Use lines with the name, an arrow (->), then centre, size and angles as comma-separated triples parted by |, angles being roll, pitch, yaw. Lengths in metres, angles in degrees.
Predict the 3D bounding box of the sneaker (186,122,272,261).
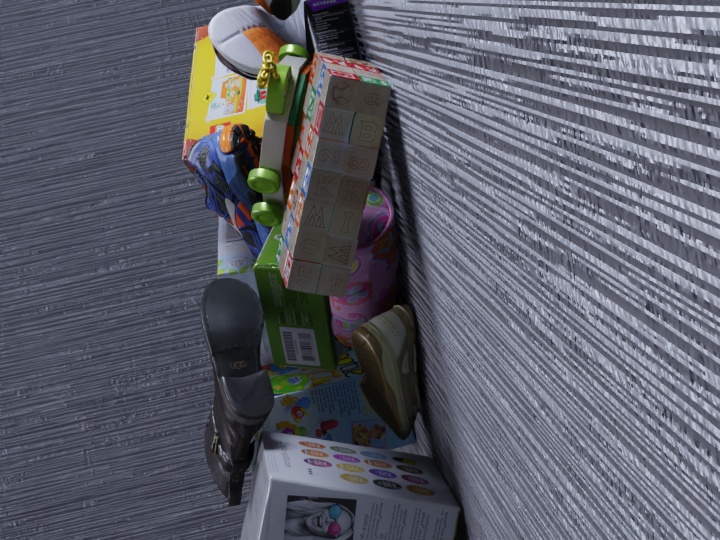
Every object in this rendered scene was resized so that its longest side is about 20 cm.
sneaker -> -0.130, -0.078, 1.710 | 0.076, 0.078, 0.201 | -62, -39, -45

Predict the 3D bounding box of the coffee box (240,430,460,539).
coffee box -> -0.021, 0.296, 1.580 | 0.200, 0.195, 0.202 | -127, 47, -80

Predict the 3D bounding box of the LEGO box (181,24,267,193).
LEGO box -> -0.117, -0.201, 1.772 | 0.077, 0.147, 0.202 | 55, -150, -50

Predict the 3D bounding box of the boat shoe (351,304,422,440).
boat shoe -> 0.039, 0.110, 1.622 | 0.073, 0.063, 0.202 | 43, 161, 34

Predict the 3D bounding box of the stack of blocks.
stack of blocks -> -0.029, -0.090, 1.423 | 0.115, 0.058, 0.202 | -117, 38, -70

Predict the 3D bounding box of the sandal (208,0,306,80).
sandal -> -0.103, -0.236, 1.618 | 0.080, 0.059, 0.206 | 55, -149, 2

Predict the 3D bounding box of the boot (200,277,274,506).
boot -> -0.146, 0.131, 1.659 | 0.175, 0.068, 0.202 | 111, 153, -51

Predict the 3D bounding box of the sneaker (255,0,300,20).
sneaker -> -0.056, -0.330, 1.520 | 0.075, 0.092, 0.200 | 37, 157, -9

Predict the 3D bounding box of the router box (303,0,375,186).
router box -> -0.021, -0.169, 1.600 | 0.200, 0.050, 0.151 | 90, 169, -68

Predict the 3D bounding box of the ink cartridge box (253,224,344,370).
ink cartridge box -> -0.046, -0.010, 1.726 | 0.201, 0.075, 0.149 | -70, -22, -47

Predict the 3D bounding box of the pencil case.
pencil case -> 0.000, 0.000, 1.580 | 0.201, 0.086, 0.088 | 82, 174, -56

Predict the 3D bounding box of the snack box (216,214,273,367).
snack box -> -0.130, 0.015, 1.864 | 0.201, 0.052, 0.143 | 77, -172, -48

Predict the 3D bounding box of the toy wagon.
toy wagon -> -0.076, -0.144, 1.513 | 0.200, 0.039, 0.157 | 92, -171, -65

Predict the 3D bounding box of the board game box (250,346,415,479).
board game box -> -0.046, 0.164, 1.839 | 0.103, 0.198, 0.106 | -114, 12, -70
